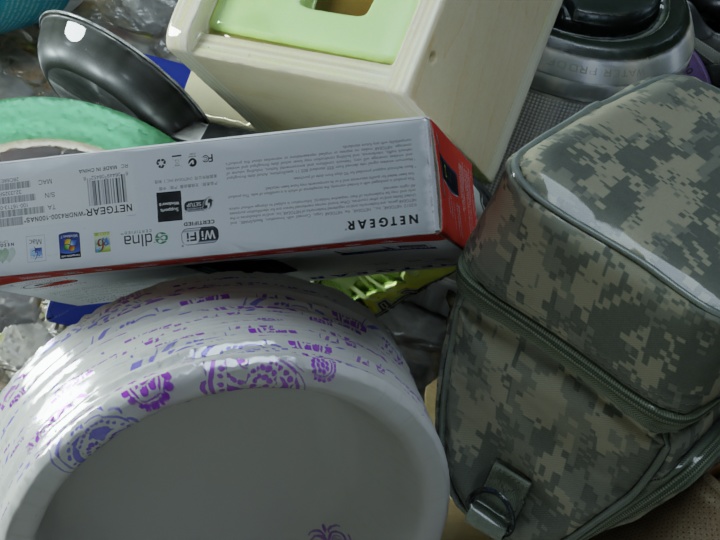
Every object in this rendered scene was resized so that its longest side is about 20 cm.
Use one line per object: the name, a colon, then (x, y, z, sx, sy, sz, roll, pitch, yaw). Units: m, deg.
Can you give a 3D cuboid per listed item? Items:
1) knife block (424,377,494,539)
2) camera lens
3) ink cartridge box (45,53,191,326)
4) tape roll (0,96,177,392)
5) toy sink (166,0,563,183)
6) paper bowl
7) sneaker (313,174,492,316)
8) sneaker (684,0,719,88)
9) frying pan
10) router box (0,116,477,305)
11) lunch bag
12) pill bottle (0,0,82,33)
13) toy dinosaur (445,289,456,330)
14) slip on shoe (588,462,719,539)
knife block: (0.119, 0.134, 1.163, 0.174, 0.064, 0.201, -2, 39, -1)
camera lens: (0.085, -0.091, 1.351, 0.159, 0.201, 0.160, 12, 38, -10)
ink cartridge box: (-0.113, -0.042, 1.327, 0.093, 0.044, 0.201, 14, 38, -11)
tape roll: (-0.150, 0.011, 1.192, 0.199, 0.048, 0.202, 8, 57, -12)
toy sink: (-0.015, -0.139, 1.222, 0.199, 0.131, 0.112, 14, -15, 33)
paper bowl: (-0.069, 0.085, 1.063, 0.199, 0.202, 0.105, 2, 38, -22)
sneaker: (0.000, 0.000, 1.226, 0.075, 0.200, 0.077, 39, 57, -11)
sneaker: (0.273, -0.132, 1.581, 0.199, 0.088, 0.076, 11, 38, -12)
frying pan: (-0.094, -0.071, 1.264, 0.189, 0.115, 0.031, 34, 74, 8)
router box: (-0.053, -0.023, 1.066, 0.198, 0.049, 0.179, -6, -5, 8)
lunch bag: (0.125, 0.024, 1.093, 0.139, 0.168, 0.200, 35, 33, 15)
pill bottle: (-0.225, -0.188, 1.401, 0.199, 0.111, 0.111, -21, 54, -42)
toy dinosaur: (0.078, 0.029, 1.215, 0.089, 0.047, 0.200, 64, 19, -5)
slip on shoe: (0.153, 0.118, 1.083, 0.199, 0.061, 0.076, -21, 46, -22)
